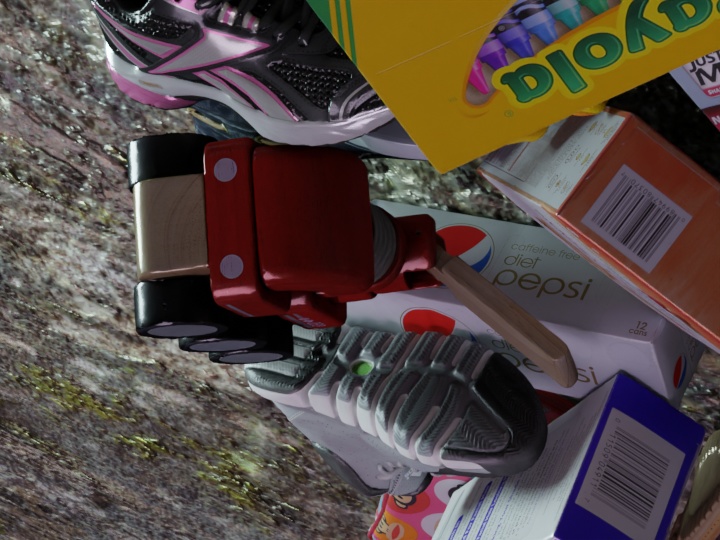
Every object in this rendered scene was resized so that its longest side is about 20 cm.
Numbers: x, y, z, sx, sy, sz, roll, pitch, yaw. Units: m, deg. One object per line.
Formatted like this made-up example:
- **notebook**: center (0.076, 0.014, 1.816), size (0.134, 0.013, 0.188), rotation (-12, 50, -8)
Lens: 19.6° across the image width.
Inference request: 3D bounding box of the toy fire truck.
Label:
- **toy fire truck**: center (0.000, 0.000, 1.048), size (0.200, 0.129, 0.176), rotation (-7, 169, 13)

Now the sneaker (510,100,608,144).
- **sneaker**: center (0.102, -0.111, 0.862), size (0.200, 0.073, 0.077), rotation (-47, 58, 62)

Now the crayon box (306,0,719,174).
- **crayon box**: center (0.069, -0.144, 0.733), size (0.200, 0.058, 0.173), rotation (-23, 127, 23)

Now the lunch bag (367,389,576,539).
- **lunch bag**: center (0.102, 0.151, 1.302), size (0.176, 0.082, 0.200), rotation (27, 149, 6)

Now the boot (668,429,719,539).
- **boot**: center (0.265, 0.157, 1.182), size (0.166, 0.072, 0.200), rotation (16, 158, 7)

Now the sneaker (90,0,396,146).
- **sneaker**: center (-0.056, -0.117, 0.979), size (0.200, 0.080, 0.086), rotation (6, 143, 31)

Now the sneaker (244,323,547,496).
- **sneaker**: center (0.035, 0.090, 1.161), size (0.200, 0.075, 0.116), rotation (18, 150, 40)

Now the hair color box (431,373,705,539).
- **hair color box**: center (0.098, 0.147, 1.135), size (0.065, 0.109, 0.200), rotation (34, 146, -9)

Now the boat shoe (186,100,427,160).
- **boat shoe**: center (-0.011, -0.085, 1.075), size (0.200, 0.071, 0.091), rotation (18, 156, 26)

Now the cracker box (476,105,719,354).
- **cracker box**: center (0.135, -0.018, 0.951), size (0.134, 0.058, 0.200), rotation (37, -177, -10)

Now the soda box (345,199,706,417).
- **soda box**: center (0.085, 0.018, 1.137), size (0.200, 0.064, 0.068), rotation (10, 145, 29)

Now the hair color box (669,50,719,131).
- **hair color box**: center (0.218, -0.063, 0.864), size (0.200, 0.099, 0.061), rotation (45, 147, -23)
